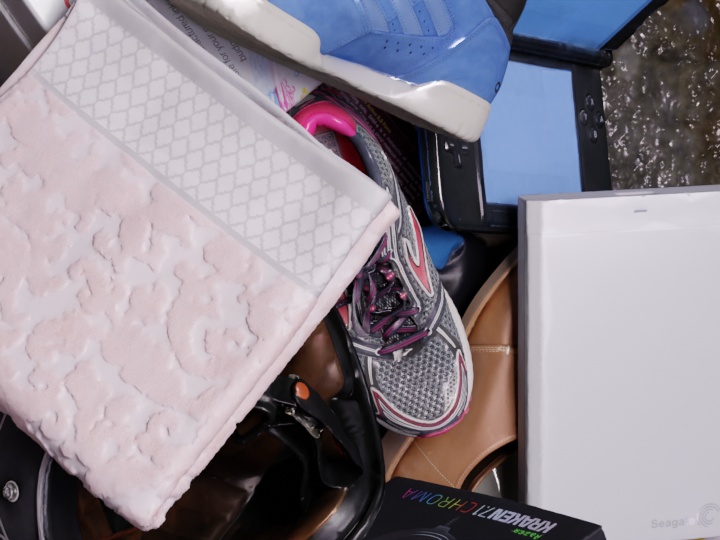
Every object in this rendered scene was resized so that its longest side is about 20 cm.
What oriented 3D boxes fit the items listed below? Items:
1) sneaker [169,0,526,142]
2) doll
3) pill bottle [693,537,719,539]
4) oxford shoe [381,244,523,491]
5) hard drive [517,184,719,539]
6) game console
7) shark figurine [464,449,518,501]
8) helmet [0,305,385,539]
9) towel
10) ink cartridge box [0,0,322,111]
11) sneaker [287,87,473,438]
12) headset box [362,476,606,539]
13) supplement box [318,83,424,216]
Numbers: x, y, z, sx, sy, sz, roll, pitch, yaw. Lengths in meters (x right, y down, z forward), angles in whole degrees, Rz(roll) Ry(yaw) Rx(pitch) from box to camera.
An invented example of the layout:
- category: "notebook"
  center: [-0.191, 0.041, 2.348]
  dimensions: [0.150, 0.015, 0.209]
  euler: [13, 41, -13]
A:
- category: "sneaker"
  center: [0.000, -0.146, 1.068]
  dimensions: [0.200, 0.077, 0.112]
  euler: [21, 91, -33]
- category: "doll"
  center: [0.029, 0.027, 1.253]
  dimensions: [0.200, 0.048, 0.137]
  euler: [-50, 145, -16]
- category: "pill bottle"
  center: [0.194, 0.100, 1.317]
  dimensions: [0.112, 0.112, 0.200]
  euler: [-45, 110, -18]
- category: "oxford shoe"
  center: [0.084, 0.061, 1.253]
  dimensions: [0.200, 0.071, 0.071]
  euler: [-60, 156, 3]
- category: "hard drive"
  center: [0.153, 0.055, 1.224]
  dimensions: [0.131, 0.026, 0.201]
  euler: [-3, 100, -13]
- category: "game console"
  center: [0.127, -0.111, 1.230]
  dimensions: [0.200, 0.118, 0.171]
  euler: [1, 82, -55]
- category: "shark figurine"
  center: [0.111, 0.178, 1.294]
  dimensions: [0.128, 0.089, 0.215]
  euler: [-42, 107, -18]
- category: "helmet"
  center: [-0.103, 0.082, 1.087]
  dimensions: [0.190, 0.200, 0.200]
  euler: [-23, 104, 15]
- category: "towel"
  center: [-0.111, -0.013, 0.995]
  dimensions: [0.200, 0.032, 0.191]
  euler: [38, 87, 21]
- category: "ink cartridge box"
  center: [-0.095, -0.147, 1.147]
  dimensions: [0.200, 0.145, 0.146]
  euler: [-40, 109, -21]
- category: "sneaker"
  center: [0.000, 0.000, 1.156]
  dimensions: [0.080, 0.075, 0.200]
  euler: [-26, 98, -4]
- category: "headset box"
  center: [0.011, 0.203, 1.120]
  dimensions: [0.200, 0.174, 0.093]
  euler: [-30, 112, -32]
- category: "supplement box"
  center: [-0.033, -0.047, 1.228]
  dimensions: [0.200, 0.061, 0.109]
  euler: [-47, 112, -17]
